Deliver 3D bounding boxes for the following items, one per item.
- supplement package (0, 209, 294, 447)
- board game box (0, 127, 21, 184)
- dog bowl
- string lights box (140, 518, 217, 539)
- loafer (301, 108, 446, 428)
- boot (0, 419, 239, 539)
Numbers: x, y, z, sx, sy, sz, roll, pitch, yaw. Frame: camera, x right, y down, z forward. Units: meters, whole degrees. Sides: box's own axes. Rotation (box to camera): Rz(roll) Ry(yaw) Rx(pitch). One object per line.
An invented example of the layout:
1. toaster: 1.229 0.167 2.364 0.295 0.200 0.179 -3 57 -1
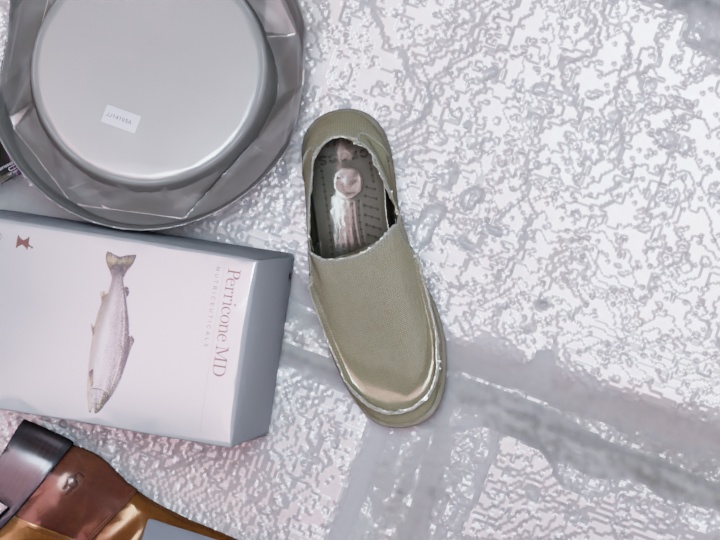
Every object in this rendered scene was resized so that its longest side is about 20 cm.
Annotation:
1. supplement package: -0.153 0.032 1.567 0.200 0.117 0.117 8 92 10
2. board game box: -0.315 -0.071 1.600 0.200 0.032 0.120 -28 108 11
3. dog bowl: -0.127 -0.119 1.571 0.200 0.059 0.200 0 82 2
4. string lights box: -0.114 0.264 1.566 0.103 0.059 0.200 19 106 -4
5. loafer: 0.000 0.000 1.563 0.076 0.068 0.200 -16 88 10
6. boot: -0.167 0.217 1.615 0.200 0.068 0.188 31 92 -2
